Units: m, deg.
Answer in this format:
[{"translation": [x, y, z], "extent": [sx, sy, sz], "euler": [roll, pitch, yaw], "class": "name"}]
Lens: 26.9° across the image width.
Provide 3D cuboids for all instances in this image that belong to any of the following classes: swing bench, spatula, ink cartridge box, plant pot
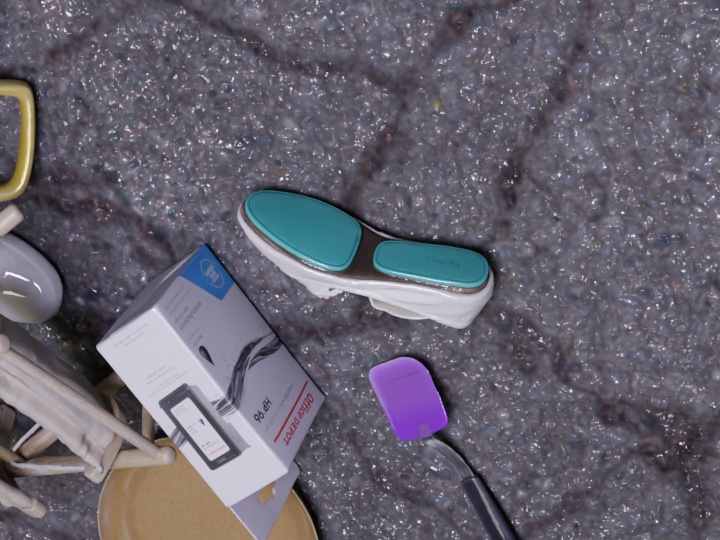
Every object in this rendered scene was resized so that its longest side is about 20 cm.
[{"translation": [-0.276, 0.086, 1.151], "extent": [0.199, 0.131, 0.199], "euler": [-25, 137, 23], "class": "swing bench"}, {"translation": [0.075, 0.154, 1.184], "extent": [0.056, 0.021, 0.201], "euler": [-23, 108, 37], "class": "spatula"}, {"translation": [-0.098, 0.095, 1.154], "extent": [0.068, 0.116, 0.201], "euler": [-32, 104, 26], "class": "ink cartridge box"}, {"translation": [-0.125, 0.222, 1.271], "extent": [0.198, 0.028, 0.202], "euler": [6, 115, 14], "class": "plant pot"}]

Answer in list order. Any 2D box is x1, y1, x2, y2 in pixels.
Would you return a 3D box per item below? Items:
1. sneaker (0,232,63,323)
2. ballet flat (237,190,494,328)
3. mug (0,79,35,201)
[{"translation": [-0.338, 0.001, 1.196], "extent": [0.198, 0.089, 0.076], "euler": [23, 117, 5], "class": "sneaker"}, {"translation": [0.000, 0.000, 1.117], "extent": [0.198, 0.070, 0.070], "euler": [16, 118, 7], "class": "ballet flat"}, {"translation": [-0.350, -0.091, 1.111], "extent": [0.184, 0.149, 0.155], "euler": [9, 106, 7], "class": "mug"}]
